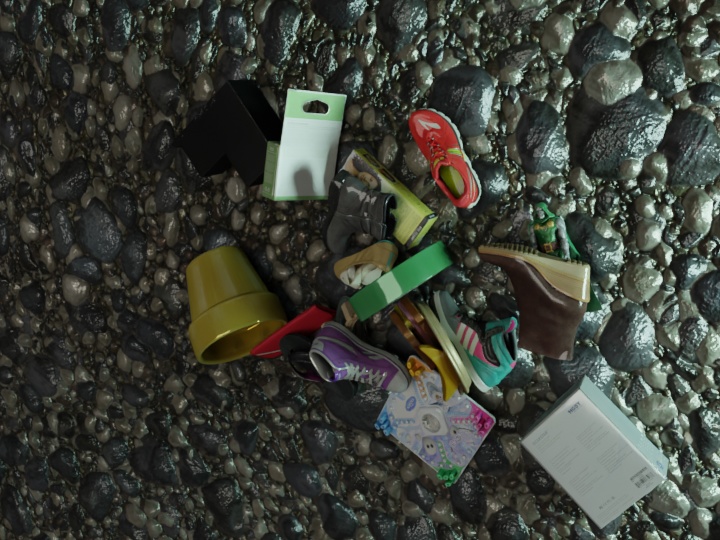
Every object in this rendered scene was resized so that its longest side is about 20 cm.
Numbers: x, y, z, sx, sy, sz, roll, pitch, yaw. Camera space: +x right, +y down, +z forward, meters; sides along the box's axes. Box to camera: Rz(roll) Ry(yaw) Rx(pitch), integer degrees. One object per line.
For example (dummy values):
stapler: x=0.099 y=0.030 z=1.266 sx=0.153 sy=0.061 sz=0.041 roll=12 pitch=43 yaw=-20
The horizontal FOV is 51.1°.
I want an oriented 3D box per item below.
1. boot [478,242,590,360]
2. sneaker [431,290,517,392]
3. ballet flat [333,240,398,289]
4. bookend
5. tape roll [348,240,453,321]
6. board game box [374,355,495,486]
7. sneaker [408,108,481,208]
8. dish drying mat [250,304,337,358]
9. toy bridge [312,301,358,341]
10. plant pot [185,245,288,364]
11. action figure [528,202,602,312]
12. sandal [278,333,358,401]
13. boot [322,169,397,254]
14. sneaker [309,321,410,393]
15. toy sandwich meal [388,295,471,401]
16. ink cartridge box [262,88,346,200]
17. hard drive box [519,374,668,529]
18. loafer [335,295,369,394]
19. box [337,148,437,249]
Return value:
boot: x=0.278 y=0.050 z=1.262 sx=0.196 sy=0.072 sz=0.170 roll=16 pitch=106 yaw=21
sneaker: x=0.219 y=0.104 z=1.357 sx=0.120 sy=0.083 sz=0.202 roll=-34 pitch=81 yaw=25
ballet flat: x=0.000 y=0.000 z=1.413 sx=0.199 sy=0.068 sz=0.064 roll=-31 pitch=41 yaw=57
bookend: x=-0.247 y=-0.240 z=1.517 sx=0.198 sy=0.092 sz=0.202 roll=-38 pitch=84 yaw=30
tape roll: x=0.073 y=0.020 z=1.347 sx=0.199 sy=0.200 sz=0.049 roll=-35 pitch=85 yaw=28
board game box: x=0.136 y=0.293 z=1.445 sx=0.199 sy=0.026 sz=0.202 roll=36 pitch=127 yaw=17
sneaker: x=0.147 y=-0.201 z=1.327 sx=0.077 sy=0.085 sz=0.202 roll=-35 pitch=84 yaw=27
dish drying mat: x=-0.137 y=0.129 z=1.550 sx=0.198 sy=0.076 sz=0.019 roll=-34 pitch=56 yaw=28
toy bridge: x=-0.053 y=0.133 z=1.486 sx=0.200 sy=0.027 sz=0.068 roll=-46 pitch=60 yaw=47
plant pot: x=-0.270 y=0.063 z=1.546 sx=0.199 sy=0.199 sz=0.192 roll=-33 pitch=70 yaw=28
action figure: x=0.332 y=-0.017 z=1.293 sx=0.116 sy=0.054 sz=0.204 roll=-15 pitch=90 yaw=32
sandal: x=-0.092 y=0.189 z=1.485 sx=0.198 sy=0.048 sz=0.077 roll=31 pitch=128 yaw=26
boot: x=0.000 y=-0.080 z=1.398 sx=0.130 sy=0.070 sz=0.202 roll=30 pitch=145 yaw=19
sneaker: x=-0.007 y=0.189 z=1.393 sx=0.198 sy=0.115 sz=0.073 roll=29 pitch=124 yaw=4
toy sandwich meal: x=0.126 y=0.143 z=1.352 sx=0.069 sy=0.205 sz=0.208 roll=-30 pitch=86 yaw=0
ink cartridge box: x=-0.105 y=-0.235 z=1.414 sx=0.048 sy=0.144 sz=0.205 roll=23 pitch=111 yaw=44
hard drive box: x=0.404 y=0.314 z=1.309 sx=0.200 sy=0.077 sz=0.156 roll=47 pitch=117 yaw=11
loafer: x=-0.012 y=0.149 z=1.507 sx=0.071 sy=0.062 sz=0.205 roll=14 pitch=106 yaw=56
box: x=0.047 y=-0.136 z=1.413 sx=0.200 sy=0.050 sz=0.076 roll=43 pitch=117 yaw=12
